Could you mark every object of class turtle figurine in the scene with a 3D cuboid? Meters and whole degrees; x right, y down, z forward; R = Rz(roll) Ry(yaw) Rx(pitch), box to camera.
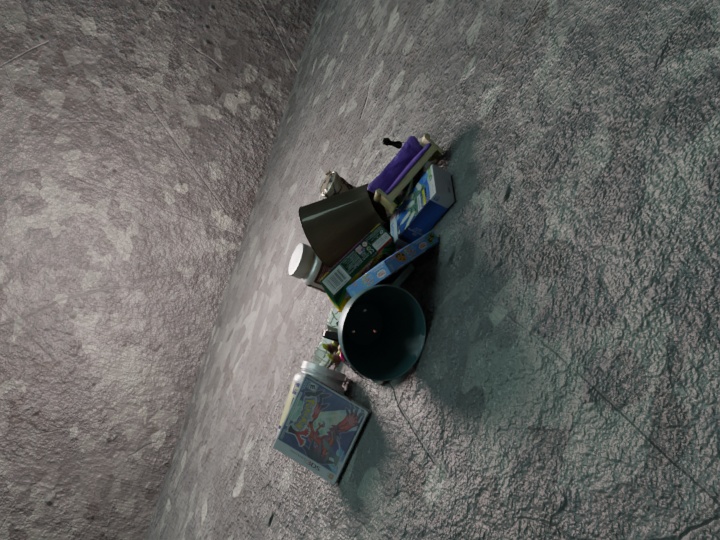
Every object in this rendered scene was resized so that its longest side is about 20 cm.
[{"bbox_3d":[-0.033,0.159,1.717,0.162,0.064,0.201,-49,48,10],"label":"turtle figurine"}]

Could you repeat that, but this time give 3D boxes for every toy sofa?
[{"bbox_3d":[0.108,-0.251,1.622,0.201,0.097,0.083,-49,-1,-7],"label":"toy sofa"}]

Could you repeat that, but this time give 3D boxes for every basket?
[{"bbox_3d":[-0.039,-0.134,1.714,0.197,0.183,0.136,-27,10,18],"label":"basket"}]

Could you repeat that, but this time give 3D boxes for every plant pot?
[{"bbox_3d":[0.030,0.129,1.434,0.134,0.196,0.205,9,78,69],"label":"plant pot"}]

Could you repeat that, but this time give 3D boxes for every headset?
[{"bbox_3d":[0.104,-0.265,1.754,0.123,0.092,0.205,-37,48,51],"label":"headset"}]

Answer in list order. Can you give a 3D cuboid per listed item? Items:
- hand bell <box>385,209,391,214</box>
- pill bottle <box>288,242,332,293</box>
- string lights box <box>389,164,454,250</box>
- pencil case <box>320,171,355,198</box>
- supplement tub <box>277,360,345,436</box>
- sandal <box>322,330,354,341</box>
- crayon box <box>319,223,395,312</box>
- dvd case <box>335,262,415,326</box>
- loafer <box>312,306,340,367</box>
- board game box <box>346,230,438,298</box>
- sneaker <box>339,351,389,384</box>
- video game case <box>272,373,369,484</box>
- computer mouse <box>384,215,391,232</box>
[{"bbox_3d":[-0.013,-0.163,1.798,0.196,0.105,0.105,-24,35,9],"label":"hand bell"},{"bbox_3d":[-0.100,0.003,1.853,0.114,0.196,0.116,-48,29,38],"label":"pill bottle"},{"bbox_3d":[0.148,-0.148,1.588,0.201,0.058,0.105,-51,28,39],"label":"string lights box"},{"bbox_3d":[-0.023,-0.208,1.863,0.078,0.197,0.091,-45,25,36],"label":"pencil case"},{"bbox_3d":[-0.122,0.350,1.665,0.144,0.142,0.205,-8,63,65],"label":"supplement tub"},{"bbox_3d":[-0.016,0.158,1.608,0.197,0.075,0.049,5,76,40],"label":"sandal"},{"bbox_3d":[0.000,0.000,1.580,0.200,0.058,0.173,-44,-17,-7],"label":"crayon box"},{"bbox_3d":[0.035,0.063,1.590,0.199,0.022,0.146,-33,8,44],"label":"dvd case"},{"bbox_3d":[-0.074,0.199,1.822,0.071,0.062,0.205,23,95,35],"label":"loafer"},{"bbox_3d":[0.075,-0.013,1.495,0.198,0.037,0.151,-31,-4,-44],"label":"board game box"},{"bbox_3d":[0.013,0.223,1.554,0.199,0.073,0.083,-10,61,64],"label":"sneaker"},{"bbox_3d":[-0.096,0.381,1.552,0.204,0.179,0.023,-65,-10,8],"label":"video game case"},{"bbox_3d":[0.057,-0.097,1.714,0.058,0.034,0.200,-36,9,24],"label":"computer mouse"}]
